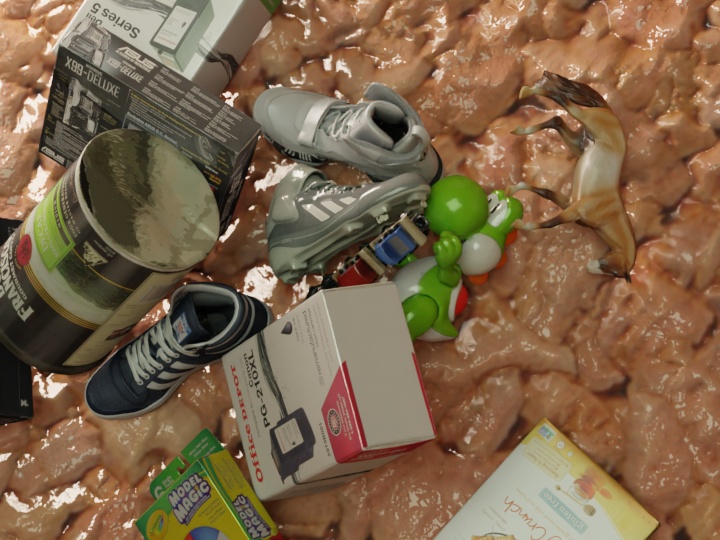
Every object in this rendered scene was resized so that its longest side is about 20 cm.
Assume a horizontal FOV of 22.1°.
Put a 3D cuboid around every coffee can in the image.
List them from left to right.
[{"bbox_3d":[-0.241,-0.015,1.695,0.200,0.146,0.147,-42,70,40],"label":"coffee can"}]

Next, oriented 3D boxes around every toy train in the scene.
[{"bbox_3d":[0.000,0.000,1.679,0.034,0.200,0.046,47,48,-4],"label":"toy train"}]

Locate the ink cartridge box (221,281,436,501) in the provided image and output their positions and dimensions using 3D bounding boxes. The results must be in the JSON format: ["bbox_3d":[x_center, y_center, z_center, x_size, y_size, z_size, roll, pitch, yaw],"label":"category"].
[{"bbox_3d":[-0.033,0.112,1.647,0.084,0.200,0.146,-6,74,-33],"label":"ink cartridge box"}]

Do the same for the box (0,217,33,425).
[{"bbox_3d":[-0.410,0.045,1.732,0.104,0.182,0.201,-13,75,33],"label":"box"}]

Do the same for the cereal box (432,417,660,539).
[{"bbox_3d":[0.153,0.254,1.667,0.144,0.040,0.200,41,89,15],"label":"cereal box"}]

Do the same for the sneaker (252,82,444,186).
[{"bbox_3d":[-0.014,-0.139,1.735,0.199,0.115,0.075,24,73,13],"label":"sneaker"}]

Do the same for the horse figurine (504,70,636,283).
[{"bbox_3d":[0.202,-0.097,1.712,0.132,0.050,0.201,9,70,-13],"label":"horse figurine"}]

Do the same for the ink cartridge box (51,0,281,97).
[{"bbox_3d":[-0.183,-0.250,1.809,0.145,0.084,0.201,32,87,15],"label":"ink cartridge box"}]

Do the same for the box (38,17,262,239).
[{"bbox_3d":[-0.202,-0.125,1.736,0.199,0.158,0.050,31,51,6],"label":"box"}]

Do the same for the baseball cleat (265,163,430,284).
[{"bbox_3d":[-0.023,-0.065,1.716,0.200,0.070,0.107,-30,67,34],"label":"baseball cleat"}]

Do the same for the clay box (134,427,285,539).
[{"bbox_3d":[-0.129,0.257,1.691,0.115,0.048,0.200,-46,72,34],"label":"clay box"}]

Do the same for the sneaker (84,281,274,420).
[{"bbox_3d":[-0.184,0.073,1.732,0.199,0.109,0.070,-28,75,4],"label":"sneaker"}]

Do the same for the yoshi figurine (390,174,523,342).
[{"bbox_3d":[0.061,-0.011,1.706,0.112,0.112,0.200,41,85,22],"label":"yoshi figurine"}]
